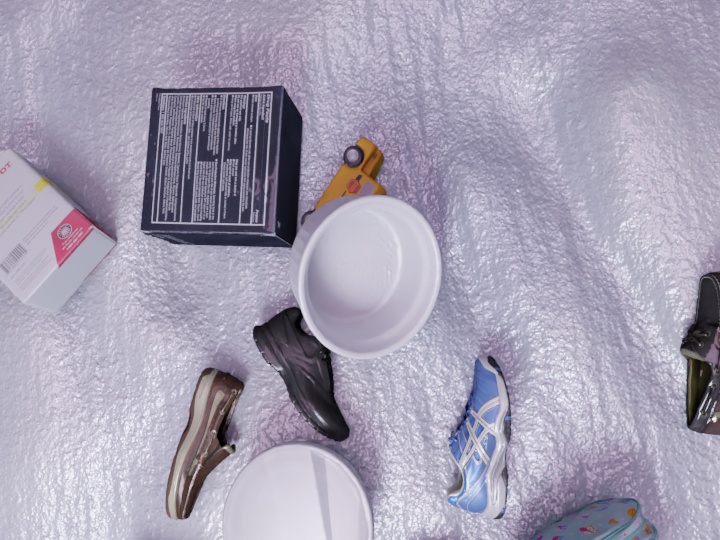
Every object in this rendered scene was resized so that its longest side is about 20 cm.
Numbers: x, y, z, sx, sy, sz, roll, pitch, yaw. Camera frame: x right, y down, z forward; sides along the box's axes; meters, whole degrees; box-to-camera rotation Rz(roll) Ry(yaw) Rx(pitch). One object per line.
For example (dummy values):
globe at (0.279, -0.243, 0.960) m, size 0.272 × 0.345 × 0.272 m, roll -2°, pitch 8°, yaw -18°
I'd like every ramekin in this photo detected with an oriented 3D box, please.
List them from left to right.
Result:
ramekin at (-0.074, 0.326, 0.743) m, size 0.195 × 0.094 × 0.211 m, roll -1°, pitch 82°, yaw 9°
ramekin at (0.000, 0.000, 0.733) m, size 0.194 × 0.097 × 0.208 m, roll -6°, pitch 106°, yaw -22°

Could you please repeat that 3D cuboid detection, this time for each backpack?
backpack at (0.268, 0.354, 0.650) m, size 0.194 × 0.166 × 0.131 m, roll -15°, pitch 84°, yaw -23°

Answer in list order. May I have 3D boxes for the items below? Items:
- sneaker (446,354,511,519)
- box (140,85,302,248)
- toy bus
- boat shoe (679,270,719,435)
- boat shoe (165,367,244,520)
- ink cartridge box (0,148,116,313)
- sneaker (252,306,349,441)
sneaker at (0.152, 0.214, 0.733) m, size 0.074 × 0.076 × 0.208 m, roll 3°, pitch 82°, yaw 4°
box at (-0.190, -0.142, 0.807) m, size 0.191 × 0.123 × 0.208 m, roll 2°, pitch 84°, yaw 10°
toy bus at (-0.025, -0.083, 0.804) m, size 0.077 × 0.065 × 0.203 m, roll 33°, pitch 88°, yaw 11°
boat shoe at (0.439, 0.104, 0.708) m, size 0.063 × 0.072 × 0.209 m, roll 0°, pitch 87°, yaw 3°
boat shoe at (-0.212, 0.246, 0.786) m, size 0.072 × 0.075 × 0.210 m, roll 13°, pitch 84°, yaw 4°
ink cartridge box at (-0.499, -0.061, 0.855) m, size 0.199 × 0.084 × 0.146 m, roll 39°, pitch 82°, yaw 11°
sneaker at (-0.068, 0.140, 0.780) m, size 0.090 × 0.076 × 0.202 m, roll -35°, pitch 81°, yaw -5°
